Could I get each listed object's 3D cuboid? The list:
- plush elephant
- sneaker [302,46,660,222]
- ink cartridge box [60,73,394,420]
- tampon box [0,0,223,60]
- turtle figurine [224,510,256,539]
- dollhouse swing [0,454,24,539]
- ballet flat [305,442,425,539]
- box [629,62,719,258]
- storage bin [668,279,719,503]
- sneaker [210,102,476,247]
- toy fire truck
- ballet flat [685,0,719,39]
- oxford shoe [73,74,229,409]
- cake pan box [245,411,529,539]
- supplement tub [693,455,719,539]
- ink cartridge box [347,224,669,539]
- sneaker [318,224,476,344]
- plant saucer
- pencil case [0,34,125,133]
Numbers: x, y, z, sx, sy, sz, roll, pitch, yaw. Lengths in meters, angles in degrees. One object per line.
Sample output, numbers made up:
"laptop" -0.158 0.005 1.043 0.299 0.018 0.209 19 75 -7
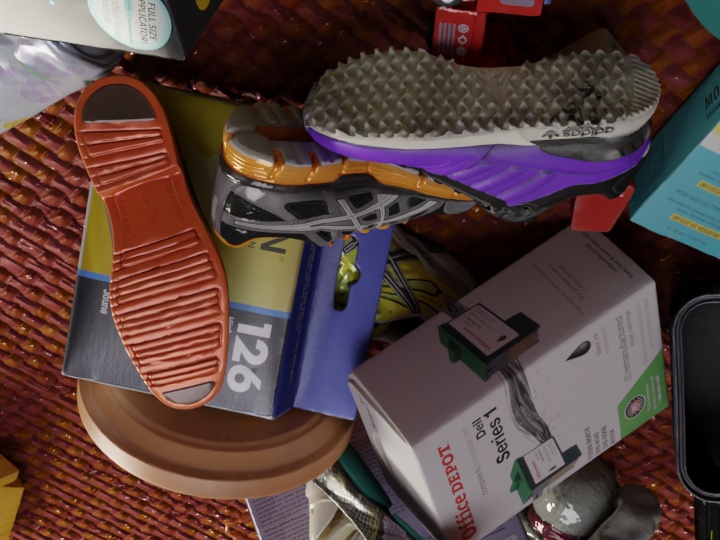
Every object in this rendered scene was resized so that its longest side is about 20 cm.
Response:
"plush elephant" 0.159 0.208 1.083 0.155 0.165 0.200 -50 157 7
"sneaker" 0.066 -0.067 0.750 0.197 0.070 0.100 2 141 9
"ink cartridge box" -0.081 -0.009 0.858 0.197 0.047 0.201 11 100 0
"tampon box" -0.159 -0.206 0.627 0.197 0.127 0.151 10 141 21
"turtle figurine" -0.086 0.140 1.094 0.160 0.065 0.201 -25 114 21
"dollhouse swing" -0.445 0.195 1.248 0.180 0.177 0.201 -20 153 -34
"ballet flat" 0.002 0.180 0.911 0.071 0.200 0.073 -25 137 -25
"box" 0.246 -0.091 0.781 0.081 0.050 0.201 20 138 -14
"storage bin" 0.308 0.076 0.879 0.197 0.094 0.137 -2 95 13
"sneaker" -0.008 -0.053 0.808 0.198 0.079 0.078 2 129 -36
"toy fire truck" 0.105 -0.114 0.781 0.139 0.049 0.201 7 139 2
"ballet flat" 0.189 -0.179 0.667 0.070 0.072 0.200 -13 158 23
"oxford shoe" -0.118 -0.019 0.798 0.070 0.073 0.203 -10 98 0
"cake pan box" 0.020 0.180 0.994 0.198 0.186 0.052 -25 167 0
"supplement tub" 0.321 0.182 1.027 0.121 0.124 0.201 -2 139 12
"ink cartridge box" 0.105 0.083 0.905 0.199 0.084 0.147 -34 138 -11
"sneaker" 0.000 0.000 0.910 0.198 0.077 0.075 29 138 -20
"plant saucer" -0.099 0.079 0.929 0.197 0.201 0.033 10 123 -2
"pencil case" -0.233 -0.127 0.800 0.198 0.084 0.091 -22 119 31
